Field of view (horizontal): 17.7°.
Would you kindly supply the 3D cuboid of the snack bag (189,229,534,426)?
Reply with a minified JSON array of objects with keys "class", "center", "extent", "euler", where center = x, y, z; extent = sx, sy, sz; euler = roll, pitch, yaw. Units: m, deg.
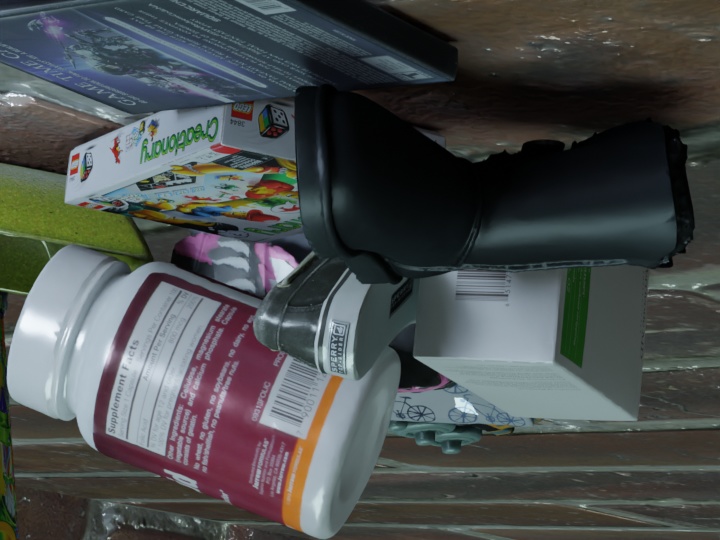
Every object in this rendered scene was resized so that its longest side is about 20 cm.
[{"class":"snack bag","center":[0.003,0.033,1.440],"extent":[0.188,0.021,0.200],"euler":[3,142,19]}]

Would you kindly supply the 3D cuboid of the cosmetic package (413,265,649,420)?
[{"class":"cosmetic package","center":[0.100,0.018,1.306],"extent":[0.084,0.108,0.200],"euler":[1,169,21]}]

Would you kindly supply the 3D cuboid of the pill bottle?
[{"class":"pill bottle","center":[-0.088,0.063,1.292],"extent":[0.199,0.115,0.114],"euler":[20,172,12]}]

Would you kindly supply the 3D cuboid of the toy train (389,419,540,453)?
[{"class":"toy train","center":[0.075,0.079,1.671],"extent":[0.113,0.086,0.200],"euler":[-9,164,23]}]

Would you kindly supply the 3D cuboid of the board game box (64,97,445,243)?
[{"class":"board game box","center":[-0.060,-0.053,1.220],"extent":[0.126,0.035,0.200],"euler":[11,168,-28]}]

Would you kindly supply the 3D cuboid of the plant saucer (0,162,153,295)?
[{"class":"plant saucer","center":[-0.242,-0.032,1.400],"extent":[0.199,0.048,0.200],"euler":[11,169,-20]}]

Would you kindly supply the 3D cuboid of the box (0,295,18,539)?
[{"class":"box","center":[-0.305,0.094,1.390],"extent":[0.121,0.194,0.200],"euler":[-10,165,15]}]

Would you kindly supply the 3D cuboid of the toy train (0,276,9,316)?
[{"class":"toy train","center":[-0.324,-0.002,1.534],"extent":[0.199,0.086,0.114],"euler":[13,155,-22]}]

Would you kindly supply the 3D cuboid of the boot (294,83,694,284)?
[{"class":"boot","center":[0.065,-0.042,1.055],"extent":[0.167,0.077,0.200],"euler":[-6,166,11]}]

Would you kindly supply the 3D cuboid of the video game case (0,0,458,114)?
[{"class":"video game case","center":[-0.078,-0.103,1.024],"extent":[0.199,0.019,0.143],"euler":[-1,166,39]}]

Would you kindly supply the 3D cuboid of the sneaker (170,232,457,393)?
[{"class":"sneaker","center":[-0.025,0.039,1.384],"extent":[0.199,0.081,0.086],"euler":[19,172,20]}]

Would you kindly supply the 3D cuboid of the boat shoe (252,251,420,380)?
[{"class":"boat shoe","center":[0.000,0.000,1.252],"extent":[0.063,0.071,0.200],"euler":[13,-161,16]}]
